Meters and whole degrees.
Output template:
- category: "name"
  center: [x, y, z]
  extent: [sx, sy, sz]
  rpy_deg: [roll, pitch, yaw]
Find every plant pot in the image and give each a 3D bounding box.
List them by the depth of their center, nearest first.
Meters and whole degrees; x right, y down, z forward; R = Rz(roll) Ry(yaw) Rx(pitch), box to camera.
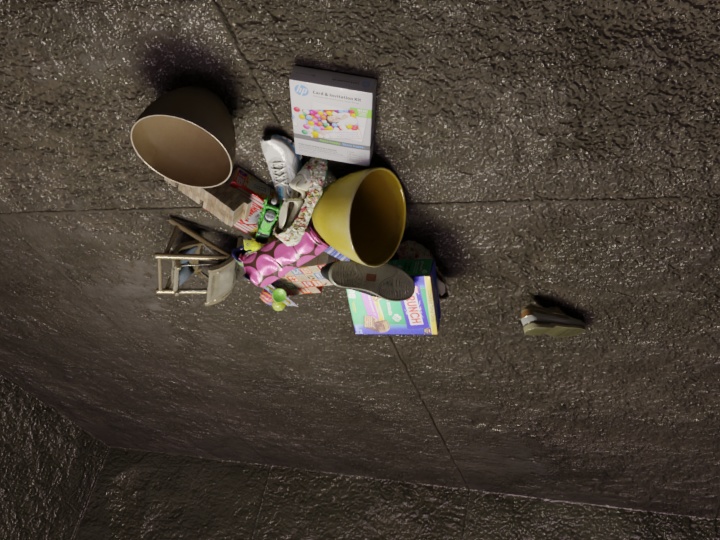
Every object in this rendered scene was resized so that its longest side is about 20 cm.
- category: "plant pot"
  center: [-0.325, -0.276, 1.394]
  extent: [0.198, 0.136, 0.201]
  rpy_deg: [10, 148, 6]
- category: "plant pot"
  center: [-0.017, -0.116, 1.494]
  extent: [0.141, 0.201, 0.200]
  rpy_deg: [8, 152, 36]

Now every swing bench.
- category: "swing bench"
  center: [-0.417, -0.011, 1.861]
  extent: [0.198, 0.131, 0.199]
  rpy_deg: [16, 148, -5]

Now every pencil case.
- category: "pencil case"
  center: [-0.169, -0.043, 1.592]
  extent: [0.199, 0.091, 0.094]
  rpy_deg: [-31, 108, 14]

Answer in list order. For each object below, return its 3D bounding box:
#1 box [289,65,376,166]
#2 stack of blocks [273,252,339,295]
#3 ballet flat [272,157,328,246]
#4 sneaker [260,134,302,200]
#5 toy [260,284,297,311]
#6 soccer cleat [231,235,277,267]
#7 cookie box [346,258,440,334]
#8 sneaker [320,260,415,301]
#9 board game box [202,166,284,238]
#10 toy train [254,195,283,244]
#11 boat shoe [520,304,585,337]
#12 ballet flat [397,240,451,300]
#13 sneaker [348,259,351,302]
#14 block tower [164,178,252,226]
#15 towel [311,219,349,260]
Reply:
- category: "box"
  center: [-0.051, -0.288, 1.358]
  extent: [0.154, 0.041, 0.201]
  rpy_deg: [11, 148, 5]
- category: "stack of blocks"
  center: [-0.134, 0.003, 1.837]
  extent: [0.198, 0.059, 0.115]
  rpy_deg: [-7, 143, 31]
- category: "ballet flat"
  center: [-0.124, -0.147, 1.470]
  extent: [0.064, 0.202, 0.075]
  rpy_deg: [15, -174, -45]
- category: "sneaker"
  center: [-0.156, -0.197, 1.502]
  extent: [0.074, 0.087, 0.201]
  rpy_deg: [1, 145, 24]
- category: "toy"
  center: [-0.230, 0.073, 1.902]
  extent: [0.115, 0.047, 0.200]
  rpy_deg: [39, 168, -8]
- category: "soccer cleat"
  center: [-0.232, -0.051, 1.694]
  extent: [0.083, 0.065, 0.199]
  rpy_deg: [36, 142, -28]
- category: "cookie box"
  center: [0.077, 0.061, 1.644]
  extent: [0.198, 0.075, 0.172]
  rpy_deg: [-1, 125, 14]
- category: "sneaker"
  center: [0.015, 0.013, 1.551]
  extent: [0.198, 0.076, 0.106]
  rpy_deg: [15, 180, -18]
- category: "board game box"
  center: [-0.242, -0.141, 1.661]
  extent: [0.199, 0.047, 0.151]
  rpy_deg: [31, 144, -26]
- category: "toy train"
  center: [-0.204, -0.106, 1.566]
  extent: [0.041, 0.057, 0.200]
  rpy_deg: [19, 163, -8]
- category: "boat shoe"
  center: [0.479, 0.122, 1.772]
  extent: [0.198, 0.069, 0.075]
  rpy_deg: [9, 150, -34]
- category: "ballet flat"
  center: [0.159, 0.003, 1.683]
  extent: [0.200, 0.076, 0.064]
  rpy_deg: [46, 178, -40]
- category: "sneaker"
  center: [0.000, 0.000, 1.708]
  extent: [0.087, 0.075, 0.201]
  rpy_deg: [22, 127, -14]
- category: "block tower"
  center: [-0.334, -0.175, 1.568]
  extent: [0.199, 0.058, 0.054]
  rpy_deg: [33, 139, 8]
- category: "towel"
  center: [-0.036, -0.073, 1.665]
  extent: [0.199, 0.024, 0.144]
  rpy_deg: [26, 138, -37]
